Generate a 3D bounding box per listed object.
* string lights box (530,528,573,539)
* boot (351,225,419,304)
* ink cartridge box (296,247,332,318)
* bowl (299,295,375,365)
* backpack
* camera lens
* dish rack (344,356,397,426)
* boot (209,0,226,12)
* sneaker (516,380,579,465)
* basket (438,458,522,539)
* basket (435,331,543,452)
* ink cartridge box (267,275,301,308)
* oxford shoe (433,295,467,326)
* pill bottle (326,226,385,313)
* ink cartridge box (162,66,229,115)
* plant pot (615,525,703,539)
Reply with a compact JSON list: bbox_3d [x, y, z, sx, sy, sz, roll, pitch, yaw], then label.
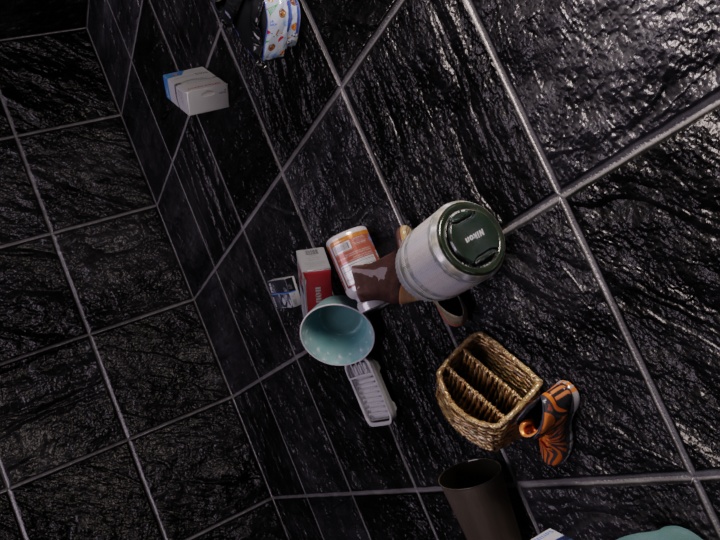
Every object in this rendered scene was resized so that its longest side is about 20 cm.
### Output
[{"bbox_3d":[0.354,0.492,1.130,0.200,0.059,0.103,9,112,58],"label":"string lights box"},{"bbox_3d":[0.053,-0.008,1.676,0.166,0.072,0.200,-1,119,22],"label":"boot"},{"bbox_3d":[-0.124,0.065,2.057,0.176,0.084,0.200,-112,17,-58],"label":"ink cartridge box"},{"bbox_3d":[-0.058,0.146,1.964,0.105,0.200,0.201,-82,-8,-58],"label":"bowl"},{"bbox_3d":[-0.235,-0.633,1.796,0.200,0.154,0.191,52,155,18],"label":"backpack"},{"bbox_3d":[0.173,-0.033,1.422,0.160,0.160,0.200,66,153,8],"label":"camera lens"},{"bbox_3d":[0.034,0.335,2.046,0.172,0.043,0.200,-32,79,62],"label":"dish rack"},{"bbox_3d":[-0.406,-0.827,2.089,0.097,0.075,0.200,58,160,-1],"label":"boot"},{"bbox_3d":[0.343,0.302,1.379,0.078,0.112,0.200,36,137,48],"label":"sneaker"},{"bbox_3d":[0.281,0.546,1.639,0.180,0.136,0.200,-16,97,67],"label":"basket"},{"bbox_3d":[0.247,0.246,1.485,0.200,0.143,0.149,44,143,41],"label":"basket"},{"bbox_3d":[-0.260,0.074,2.423,0.200,0.039,0.100,-9,100,63],"label":"ink cartridge box"},{"bbox_3d":[0.162,0.027,1.553,0.200,0.070,0.075,49,173,13],"label":"oxford shoe"},{"bbox_3d":[0.000,0.000,1.815,0.112,0.112,0.200,-33,78,62],"label":"pill bottle"},{"bbox_3d":[-0.538,-0.588,2.386,0.200,0.145,0.084,41,141,44],"label":"ink cartridge box"},{"bbox_3d":[0.479,0.515,1.180,0.200,0.188,0.200,36,134,48],"label":"plant pot"}]
